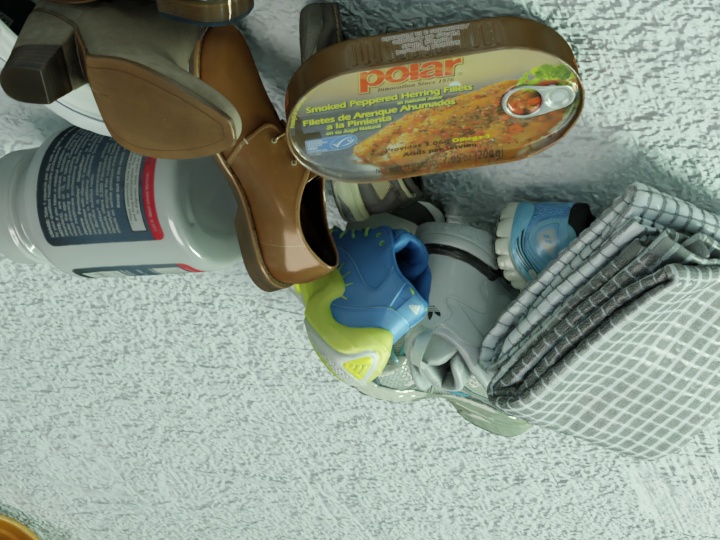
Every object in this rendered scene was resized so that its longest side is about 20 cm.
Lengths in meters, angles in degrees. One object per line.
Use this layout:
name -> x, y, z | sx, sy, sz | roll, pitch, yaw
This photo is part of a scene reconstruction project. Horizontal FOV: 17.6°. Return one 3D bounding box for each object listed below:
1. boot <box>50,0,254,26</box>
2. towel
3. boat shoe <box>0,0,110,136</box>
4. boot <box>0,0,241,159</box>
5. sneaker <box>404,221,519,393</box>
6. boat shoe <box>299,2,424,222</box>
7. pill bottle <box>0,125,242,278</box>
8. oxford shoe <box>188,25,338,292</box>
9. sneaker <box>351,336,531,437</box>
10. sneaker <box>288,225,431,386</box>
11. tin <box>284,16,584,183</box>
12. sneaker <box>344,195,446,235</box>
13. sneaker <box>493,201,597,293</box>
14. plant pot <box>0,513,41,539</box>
boot -> -0.165, -0.229, 1.530 | 0.199, 0.075, 0.097 | 11, 132, 14
towel -> 0.205, 0.047, 1.657 | 0.165, 0.086, 0.200 | 21, 129, -33
boat shoe -> -0.216, -0.161, 1.651 | 0.200, 0.074, 0.065 | 27, 155, -18
boot -> -0.139, -0.147, 1.553 | 0.200, 0.146, 0.070 | 17, 129, 20
sneaker -> 0.091, 0.044, 1.757 | 0.075, 0.115, 0.200 | 4, 164, 31
boat shoe -> 0.003, -0.116, 1.623 | 0.073, 0.075, 0.200 | -11, 143, 4
pill bottle -> -0.185, -0.055, 1.772 | 0.200, 0.120, 0.120 | -3, 145, 34
oxford shoe -> -0.062, -0.086, 1.635 | 0.071, 0.071, 0.200 | -10, 106, 36
sneaker -> 0.071, 0.067, 1.895 | 0.199, 0.078, 0.086 | 16, 147, -16
sneaker -> 0.000, 0.000, 1.699 | 0.105, 0.200, 0.076 | -38, 129, 8
tin -> 0.048, -0.114, 1.545 | 0.199, 0.042, 0.112 | -8, 145, 1
sneaker -> 0.015, -0.003, 1.788 | 0.074, 0.079, 0.200 | 20, 150, 1
sneaker -> 0.186, 0.017, 1.725 | 0.090, 0.079, 0.200 | -14, 138, 40
plant pot -> -0.444, 0.376, 2.624 | 0.200, 0.201, 0.183 | 24, 166, -9
